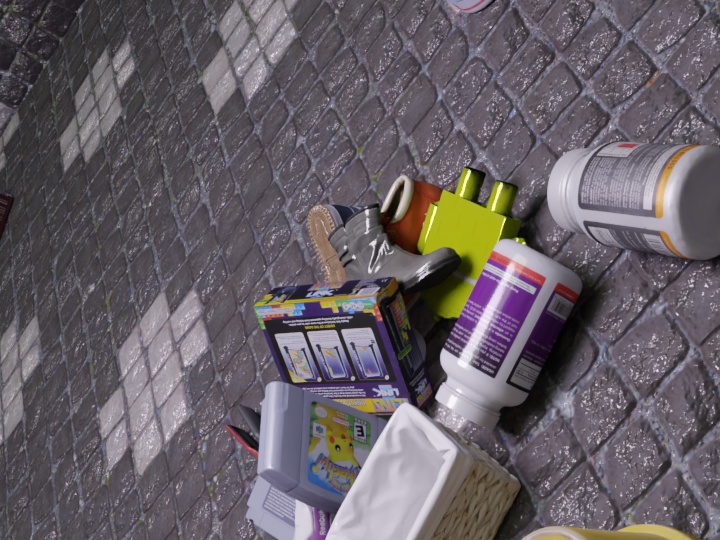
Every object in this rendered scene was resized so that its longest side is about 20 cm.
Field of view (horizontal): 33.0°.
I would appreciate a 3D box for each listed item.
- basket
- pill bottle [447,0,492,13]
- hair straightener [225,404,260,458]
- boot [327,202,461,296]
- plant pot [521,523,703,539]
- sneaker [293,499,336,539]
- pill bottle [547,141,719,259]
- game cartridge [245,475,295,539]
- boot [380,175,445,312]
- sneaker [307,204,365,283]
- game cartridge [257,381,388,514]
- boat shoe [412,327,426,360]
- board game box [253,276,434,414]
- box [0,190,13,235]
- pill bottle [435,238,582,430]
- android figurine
[{"bbox_3d":[0.072,0.275,1.368,0.202,0.122,0.135,-62,34,5],"label":"basket"},{"bbox_3d":[0.112,-0.462,1.734,0.108,0.199,0.110,-33,43,38],"label":"pill bottle"},{"bbox_3d":[-0.131,0.241,1.748,0.078,0.041,0.200,-61,33,5],"label":"hair straightener"},{"bbox_3d":[0.033,-0.027,1.541,0.199,0.067,0.132,-27,78,45],"label":"boot"},{"bbox_3d":[0.222,0.313,1.074,0.200,0.188,0.203,-34,43,38],"label":"plant pot"},{"bbox_3d":[-0.059,0.320,1.501,0.100,0.074,0.202,117,164,-46],"label":"sneaker"},{"bbox_3d":[0.299,-0.079,1.293,0.199,0.116,0.118,14,79,56],"label":"pill bottle"},{"bbox_3d":[-0.064,0.300,1.597,0.199,0.041,0.135,19,88,47],"label":"game cartridge"},{"bbox_3d":[0.049,-0.028,1.621,0.075,0.106,0.202,26,92,54],"label":"boot"},{"bbox_3d":[0.000,0.000,1.716,0.070,0.108,0.203,-22,81,42],"label":"sneaker"},{"bbox_3d":[-0.034,0.226,1.479,0.040,0.198,0.135,-30,46,45],"label":"game cartridge"},{"bbox_3d":[-0.003,0.099,1.611,0.198,0.067,0.073,9,94,44],"label":"boat shoe"},{"bbox_3d":[-0.021,0.099,1.543,0.198,0.167,0.057,-5,25,36],"label":"board game box"},{"bbox_3d":[-1.030,-0.132,3.140,0.199,0.165,0.166,-11,60,50],"label":"box"},{"bbox_3d":[0.163,0.074,1.385,0.112,0.112,0.202,30,93,57],"label":"pill bottle"},{"bbox_3d":[0.135,-0.022,1.524,0.181,0.041,0.203,26,105,48],"label":"android figurine"}]
